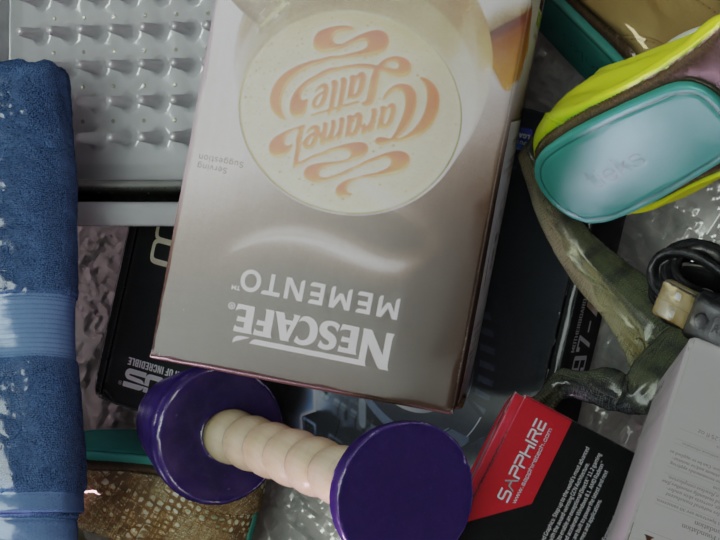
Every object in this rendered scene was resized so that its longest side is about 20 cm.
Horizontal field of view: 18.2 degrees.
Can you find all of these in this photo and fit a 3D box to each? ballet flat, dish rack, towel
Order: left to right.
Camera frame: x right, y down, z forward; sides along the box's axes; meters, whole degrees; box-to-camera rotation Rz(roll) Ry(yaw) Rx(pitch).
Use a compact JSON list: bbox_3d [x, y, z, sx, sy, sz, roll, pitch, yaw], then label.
[{"bbox_3d":[-0.161,0.018,0.878,0.112,0.049,0.200,-8,76,23],"label":"towel"},{"bbox_3d":[-0.134,0.097,0.967,0.200,0.071,0.065,7,107,27],"label":"ballet flat"},{"bbox_3d":[-0.087,-0.117,0.912,0.171,0.044,0.200,1,89,23],"label":"dish rack"},{"bbox_3d":[0.067,-0.138,0.892,0.063,0.069,0.200,-42,74,-12],"label":"ballet flat"},{"bbox_3d":[0.141,-0.069,0.767,0.200,0.067,0.067,-18,117,47],"label":"ballet flat"}]

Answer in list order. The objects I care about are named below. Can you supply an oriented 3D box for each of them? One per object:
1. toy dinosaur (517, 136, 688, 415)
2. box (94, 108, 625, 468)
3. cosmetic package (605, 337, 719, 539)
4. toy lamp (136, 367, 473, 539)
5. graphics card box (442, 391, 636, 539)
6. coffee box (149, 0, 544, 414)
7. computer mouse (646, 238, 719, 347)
[{"bbox_3d":[0.112,0.047,0.834,0.200,0.047,0.088,41,97,13],"label":"toy dinosaur"},{"bbox_3d":[0.000,0.000,0.919,0.200,0.044,0.160,15,95,23],"label":"box"},{"bbox_3d":[0.185,0.101,0.747,0.200,0.051,0.083,22,64,1],"label":"cosmetic package"},{"bbox_3d":[-0.031,0.068,0.824,0.200,0.058,0.058,10,94,64],"label":"toy lamp"},{"bbox_3d":[0.112,0.144,0.773,0.200,0.051,0.126,26,65,4],"label":"graphics card box"},{"bbox_3d":[0.002,-0.057,0.818,0.114,0.080,0.200,10,92,5],"label":"coffee box"},{"bbox_3d":[0.189,-0.040,0.811,0.110,0.044,0.200,22,70,31],"label":"computer mouse"}]
